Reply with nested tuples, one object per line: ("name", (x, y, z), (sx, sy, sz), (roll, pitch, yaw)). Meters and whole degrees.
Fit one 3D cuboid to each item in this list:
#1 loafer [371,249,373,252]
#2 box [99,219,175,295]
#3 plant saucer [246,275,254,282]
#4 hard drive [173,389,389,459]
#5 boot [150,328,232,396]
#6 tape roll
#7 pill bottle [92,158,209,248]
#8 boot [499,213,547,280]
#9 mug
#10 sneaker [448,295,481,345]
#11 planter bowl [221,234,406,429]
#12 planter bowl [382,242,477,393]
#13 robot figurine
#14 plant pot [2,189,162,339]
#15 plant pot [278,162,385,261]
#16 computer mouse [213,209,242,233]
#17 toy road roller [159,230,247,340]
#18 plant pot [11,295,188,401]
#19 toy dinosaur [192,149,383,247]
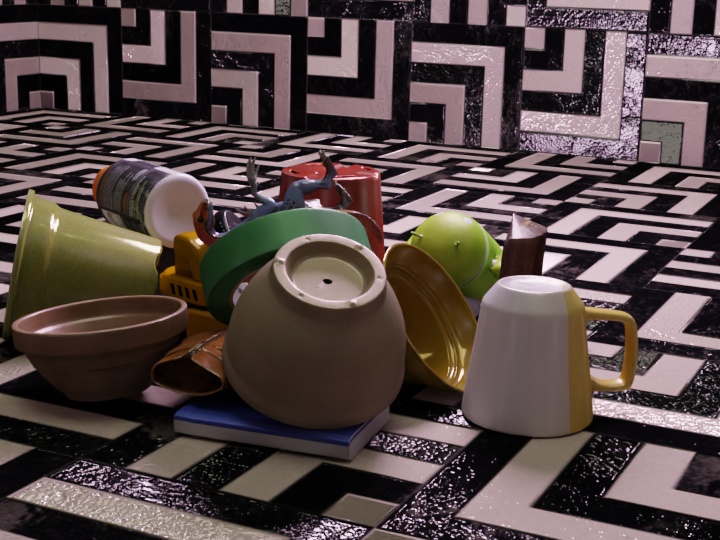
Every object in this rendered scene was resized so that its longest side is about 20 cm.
("loafer", (0.000, 0.000, 1.610), (0.200, 0.071, 0.068), (23, 7, -32))
("box", (-0.297, -0.011, 1.865), (0.122, 0.106, 0.200), (-10, 18, -32))
("plant saucer", (-0.077, 0.016, 1.637), (0.037, 0.200, 0.200), (-36, 2, 19))
("hard drive", (-0.083, 0.159, 1.369), (0.199, 0.025, 0.132), (6, 14, 19))
("boot", (-0.121, 0.101, 1.402), (0.199, 0.074, 0.155), (-8, 6, 19))
("tape roll", (-0.084, 0.001, 1.454), (0.200, 0.048, 0.201), (-14, -26, -7))
("pill bottle", (-0.309, -0.102, 1.797), (0.106, 0.107, 0.200), (-9, 18, -37))
("boot", (0.217, 0.021, 1.591), (0.064, 0.201, 0.186), (8, 15, 23))
("mug", (0.204, 0.086, 1.428), (0.186, 0.154, 0.149), (-11, 18, -42))
("sneaker", (0.134, 0.065, 1.684), (0.090, 0.076, 0.200), (5, 15, -6))
("planter bowl", (-0.040, 0.049, 1.327), (0.199, 0.135, 0.201), (7, 40, -6))
("planter bowl", (0.061, 0.073, 1.519), (0.083, 0.201, 0.200), (-31, -2, 28))
("robot figurine", (0.142, -0.012, 1.810), (0.175, 0.116, 0.200), (10, -15, 29))
("plant pot", (-0.364, 0.006, 1.670), (0.184, 0.201, 0.200), (9, 12, -13))
("plant pot", (-0.047, -0.055, 1.884), (0.200, 0.196, 0.201), (1, 13, 0))
("computer mouse", (-0.149, 0.007, 1.597), (0.034, 0.200, 0.059), (-34, -33, 18))
("toy road roller", (-0.180, 0.026, 1.646), (0.200, 0.147, 0.123), (14, 19, 41))
("plant pot", (-0.295, 0.093, 1.452), (0.200, 0.093, 0.201), (-5, 11, 1))
("toy dinosaur", (-0.104, -0.069, 1.516), (0.181, 0.105, 0.200), (-34, 44, -8))
